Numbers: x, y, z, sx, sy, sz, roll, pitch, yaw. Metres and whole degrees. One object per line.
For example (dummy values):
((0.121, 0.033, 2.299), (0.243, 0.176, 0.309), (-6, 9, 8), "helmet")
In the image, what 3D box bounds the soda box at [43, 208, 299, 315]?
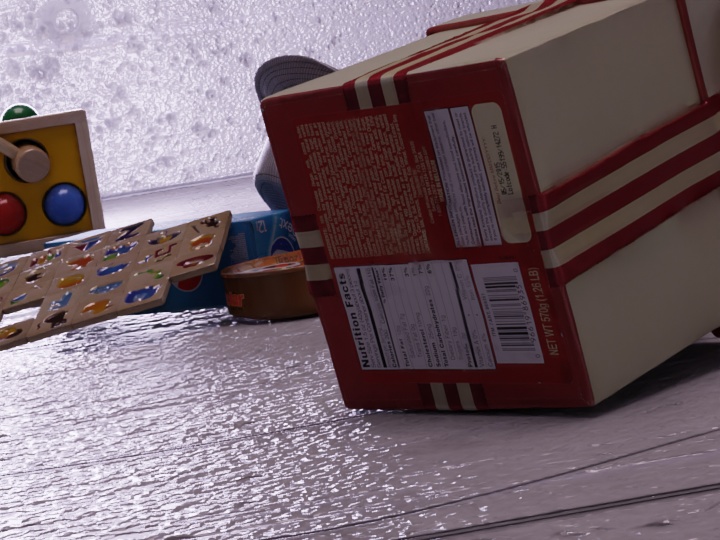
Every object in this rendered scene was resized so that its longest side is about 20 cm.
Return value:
((-0.140, -0.004, 1.520), (0.199, 0.064, 0.068), (-4, 8, 33), "soda box")

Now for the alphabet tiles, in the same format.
((-0.189, 0.005, 1.423), (0.199, 0.008, 0.167), (-16, 22, 10), "alphabet tiles")

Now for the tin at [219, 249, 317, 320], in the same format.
((0.000, 0.000, 1.410), (0.199, 0.042, 0.112), (-11, 2, -23), "tin")

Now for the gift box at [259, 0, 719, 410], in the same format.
((0.097, -0.033, 0.945), (0.200, 0.185, 0.187), (2, 20, 43), "gift box")

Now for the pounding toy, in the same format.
((-0.404, -0.120, 2.359), (0.183, 0.201, 0.142), (-10, 6, -9), "pounding toy")

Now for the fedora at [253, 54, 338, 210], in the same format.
((-0.012, -0.067, 1.526), (0.200, 0.090, 0.177), (36, -21, -23), "fedora")
